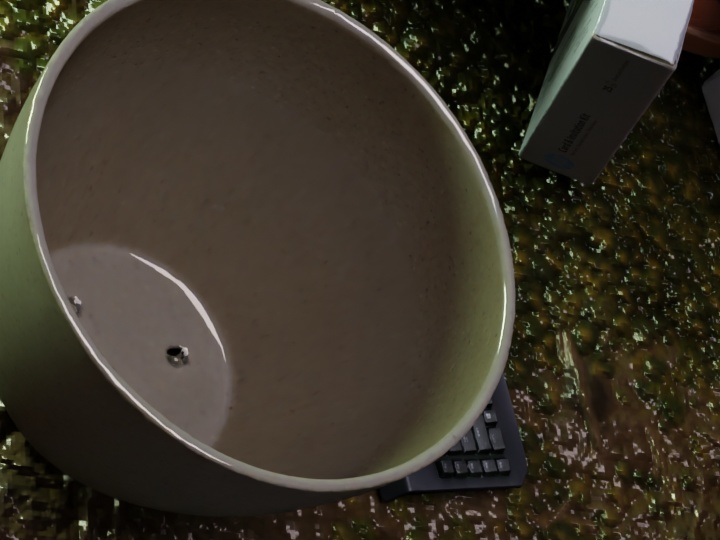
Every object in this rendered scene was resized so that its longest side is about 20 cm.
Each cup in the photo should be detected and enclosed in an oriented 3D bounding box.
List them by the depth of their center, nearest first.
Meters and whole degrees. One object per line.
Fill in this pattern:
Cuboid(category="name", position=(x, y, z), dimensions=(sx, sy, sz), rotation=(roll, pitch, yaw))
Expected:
Cuboid(category="cup", position=(-0.063, 0.011, 1.024), dimensions=(0.200, 0.143, 0.201), rotation=(15, 59, -26))

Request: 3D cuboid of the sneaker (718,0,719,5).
Cuboid(category="sneaker", position=(0.221, -0.192, 1.311), dimensions=(0.083, 0.081, 0.200), rotation=(38, 65, -1))

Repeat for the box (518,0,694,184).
Cuboid(category="box", position=(0.130, -0.155, 1.197), dimensions=(0.041, 0.156, 0.201), rotation=(21, 73, -2))

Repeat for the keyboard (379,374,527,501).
Cuboid(category="keyboard", position=(0.000, 0.000, 1.153), dimensions=(0.127, 0.021, 0.201), rotation=(-2, 67, -35))

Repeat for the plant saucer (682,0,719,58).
Cuboid(category="plant saucer", position=(0.155, -0.193, 1.349), dimensions=(0.200, 0.032, 0.201), rotation=(15, 60, -27))

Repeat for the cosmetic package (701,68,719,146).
Cuboid(category="cosmetic package", position=(0.249, -0.016, 1.285), dimensions=(0.107, 0.085, 0.201), rotation=(0, 67, -34))
